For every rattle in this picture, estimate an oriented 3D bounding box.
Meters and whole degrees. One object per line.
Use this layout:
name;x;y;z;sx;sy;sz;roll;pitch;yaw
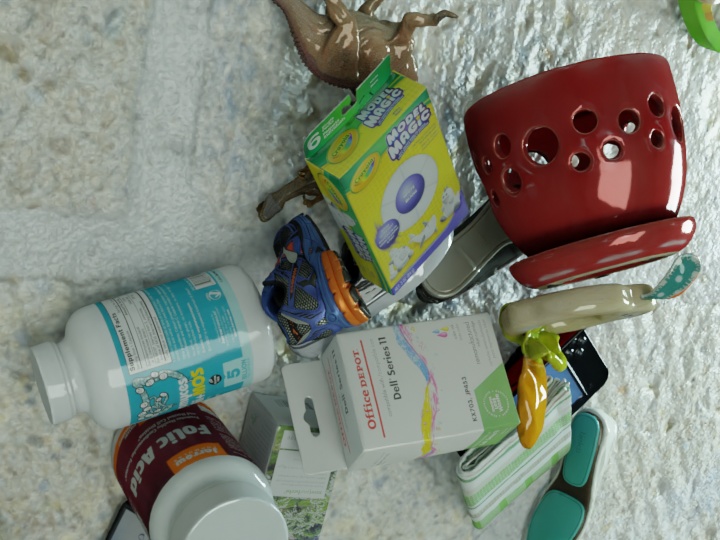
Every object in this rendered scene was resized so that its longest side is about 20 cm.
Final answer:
rattle;0.238;0.071;1.070;0.198;0.144;0.130;-7;152;-3

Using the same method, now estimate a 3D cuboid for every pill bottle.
pill bottle;-0.145;0.199;1.018;0.113;0.200;0.115;-9;111;-24
pill bottle;-0.184;0.072;1.007;0.199;0.111;0.112;-17;114;-21

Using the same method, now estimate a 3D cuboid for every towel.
towel;0.163;0.197;1.213;0.149;0.031;0.200;-38;153;-11

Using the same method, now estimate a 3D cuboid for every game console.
game console;0.194;0.141;1.221;0.200;0.119;0.173;-41;120;-8

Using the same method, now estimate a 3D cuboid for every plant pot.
plant pot;0.214;-0.087;1.071;0.199;0.200;0.184;-13;84;-23

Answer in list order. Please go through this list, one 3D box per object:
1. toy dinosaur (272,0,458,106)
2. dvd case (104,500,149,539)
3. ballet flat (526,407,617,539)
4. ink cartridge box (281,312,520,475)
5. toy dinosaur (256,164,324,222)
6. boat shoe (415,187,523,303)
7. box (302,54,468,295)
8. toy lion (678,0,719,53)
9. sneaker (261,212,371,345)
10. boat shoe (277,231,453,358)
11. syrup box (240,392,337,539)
toy dinosaur;-0.002;-0.192;1.029;0.199;0.086;0.136;13;108;-24
dvd case;-0.171;0.329;1.086;0.199;0.018;0.143;28;95;9
ballet flat;0.254;0.256;1.331;0.069;0.069;0.201;13;100;-30
ink cartridge box;0.036;0.115;1.069;0.199;0.067;0.118;-8;69;-19
toy dinosaur;-0.005;-0.095;1.073;0.199;0.106;0.061;-13;82;-19
boat shoe;0.134;-0.033;1.175;0.199;0.057;0.067;-35;84;-17
box;0.025;-0.082;1.001;0.117;0.048;0.200;-47;141;-16
toy lion;0.434;-0.307;1.229;0.200;0.069;0.192;-42;128;-9
sneaker;-0.055;0.007;1.002;0.078;0.200;0.076;-29;109;-4
boat shoe;0.000;0.000;1.107;0.200;0.070;0.066;-37;122;-3
syrup box;-0.084;0.232;1.131;0.078;0.081;0.201;9;103;-28
